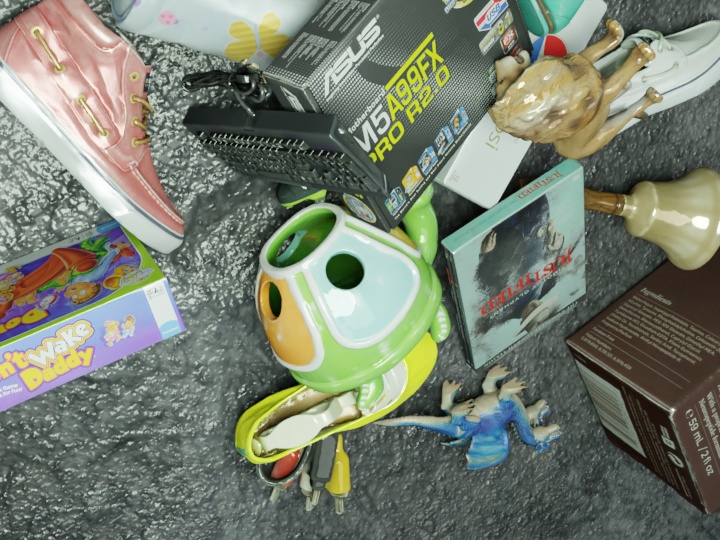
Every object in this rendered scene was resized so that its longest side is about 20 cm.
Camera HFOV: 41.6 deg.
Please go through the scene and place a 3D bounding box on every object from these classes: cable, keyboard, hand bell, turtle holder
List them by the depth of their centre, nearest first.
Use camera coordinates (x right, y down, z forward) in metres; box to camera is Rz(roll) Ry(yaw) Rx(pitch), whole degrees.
[{"bbox_3d":[-0.071,-0.097,0.666,0.127,0.200,0.021,48,69,-33],"label":"keyboard"},{"bbox_3d":[0.000,0.007,0.776,0.185,0.141,0.132,-33,123,4],"label":"turtle holder"},{"bbox_3d":[-0.039,0.131,0.884,0.097,0.050,0.201,13,92,-13],"label":"cable"},{"bbox_3d":[0.241,-0.065,0.922,0.199,0.104,0.104,8,107,-16],"label":"hand bell"}]

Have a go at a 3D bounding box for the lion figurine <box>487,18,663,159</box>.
[{"bbox_3d":[0.179,-0.129,0.773,0.122,0.073,0.200,-43,150,7],"label":"lion figurine"}]

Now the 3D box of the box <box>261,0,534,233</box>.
[{"bbox_3d":[0.038,-0.152,0.688,0.200,0.044,0.160,-51,141,-16],"label":"box"}]

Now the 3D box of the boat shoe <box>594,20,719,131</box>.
[{"bbox_3d":[0.265,-0.186,0.874,0.200,0.074,0.067,-34,125,-10],"label":"boat shoe"}]

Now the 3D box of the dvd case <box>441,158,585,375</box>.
[{"bbox_3d":[0.150,0.002,0.886,0.146,0.022,0.200,-32,143,-12],"label":"dvd case"}]

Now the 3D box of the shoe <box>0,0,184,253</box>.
[{"bbox_3d":[-0.174,-0.106,0.683,0.091,0.071,0.200,-41,118,0],"label":"shoe"}]

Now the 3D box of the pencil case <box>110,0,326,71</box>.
[{"bbox_3d":[-0.080,-0.192,0.689,0.200,0.091,0.083,12,134,-28],"label":"pencil case"}]

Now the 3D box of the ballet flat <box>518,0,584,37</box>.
[{"bbox_3d":[0.113,-0.268,0.705,0.070,0.067,0.200,-44,123,-3],"label":"ballet flat"}]

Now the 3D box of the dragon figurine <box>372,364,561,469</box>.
[{"bbox_3d":[0.117,0.160,0.951,0.200,0.059,0.100,-18,117,-21],"label":"dragon figurine"}]

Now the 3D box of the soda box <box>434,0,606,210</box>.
[{"bbox_3d":[0.125,-0.159,0.817,0.064,0.068,0.200,24,98,-33],"label":"soda box"}]

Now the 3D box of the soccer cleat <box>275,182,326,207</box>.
[{"bbox_3d":[0.000,-0.130,0.775,0.200,0.068,0.081,-40,108,-10],"label":"soccer cleat"}]

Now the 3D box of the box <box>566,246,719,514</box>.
[{"bbox_3d":[0.358,0.103,0.988,0.200,0.164,0.166,-36,122,-9],"label":"box"}]

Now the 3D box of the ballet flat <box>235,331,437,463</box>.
[{"bbox_3d":[-0.017,0.113,0.827,0.200,0.067,0.067,-27,95,-5],"label":"ballet flat"}]

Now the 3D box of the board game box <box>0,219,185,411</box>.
[{"bbox_3d":[-0.240,0.038,0.673,0.200,0.134,0.045,-24,120,-17],"label":"board game box"}]
